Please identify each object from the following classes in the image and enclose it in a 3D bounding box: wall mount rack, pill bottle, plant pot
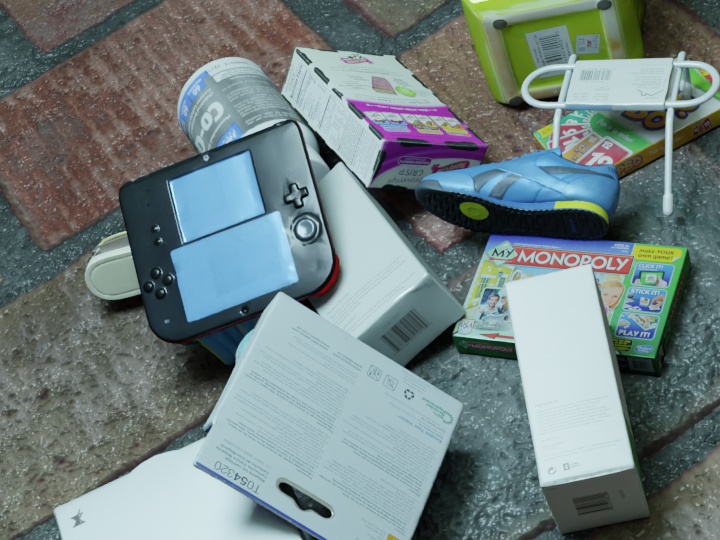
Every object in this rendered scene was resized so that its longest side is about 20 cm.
[{"bbox_3d":[0.257,-0.142,1.664,0.199,0.075,0.174,2,50,21],"label":"wall mount rack"},{"bbox_3d":[-0.112,-0.133,1.797,0.113,0.114,0.200,-30,45,-7],"label":"pill bottle"},{"bbox_3d":[0.201,-0.297,1.774,0.198,0.200,0.182,-9,54,13],"label":"plant pot"}]

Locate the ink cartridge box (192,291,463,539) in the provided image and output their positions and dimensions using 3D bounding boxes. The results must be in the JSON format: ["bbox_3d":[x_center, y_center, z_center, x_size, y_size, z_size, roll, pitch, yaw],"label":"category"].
[{"bbox_3d":[-0.029,0.144,1.423,0.196,0.043,0.201,32,51,-7],"label":"ink cartridge box"}]

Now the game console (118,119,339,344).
[{"bbox_3d":[-0.128,-0.035,1.617,0.199,0.031,0.178,-20,77,12],"label":"game console"}]

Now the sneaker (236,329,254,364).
[{"bbox_3d":[-0.036,0.138,1.545,0.199,0.131,0.080,33,53,-1],"label":"sneaker"}]

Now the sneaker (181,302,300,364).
[{"bbox_3d":[-0.151,0.002,1.669,0.130,0.080,0.201,-31,79,-1],"label":"sneaker"}]

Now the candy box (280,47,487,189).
[{"bbox_3d":[0.022,-0.159,1.760,0.136,0.061,0.200,1,34,-34],"label":"candy box"}]

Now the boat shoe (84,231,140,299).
[{"bbox_3d":[-0.188,-0.019,1.755,0.199,0.072,0.060,-11,31,3],"label":"boat shoe"}]

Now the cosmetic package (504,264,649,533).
[{"bbox_3d":[0.185,0.110,1.448,0.084,0.108,0.201,-13,57,10],"label":"cosmetic package"}]

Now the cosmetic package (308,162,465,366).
[{"bbox_3d":[0.000,0.000,1.640,0.113,0.081,0.200,-41,45,6],"label":"cosmetic package"}]

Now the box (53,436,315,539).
[{"bbox_3d":[-0.132,0.266,1.431,0.198,0.131,0.200,-25,45,-2],"label":"box"}]

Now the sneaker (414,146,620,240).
[{"bbox_3d":[0.154,-0.081,1.636,0.199,0.066,0.079,6,61,18],"label":"sneaker"}]

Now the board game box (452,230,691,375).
[{"bbox_3d":[0.201,0.028,1.591,0.199,0.029,0.135,5,53,25],"label":"board game box"}]

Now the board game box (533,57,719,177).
[{"bbox_3d":[0.287,-0.153,1.725,0.199,0.030,0.096,-26,46,-6],"label":"board game box"}]
